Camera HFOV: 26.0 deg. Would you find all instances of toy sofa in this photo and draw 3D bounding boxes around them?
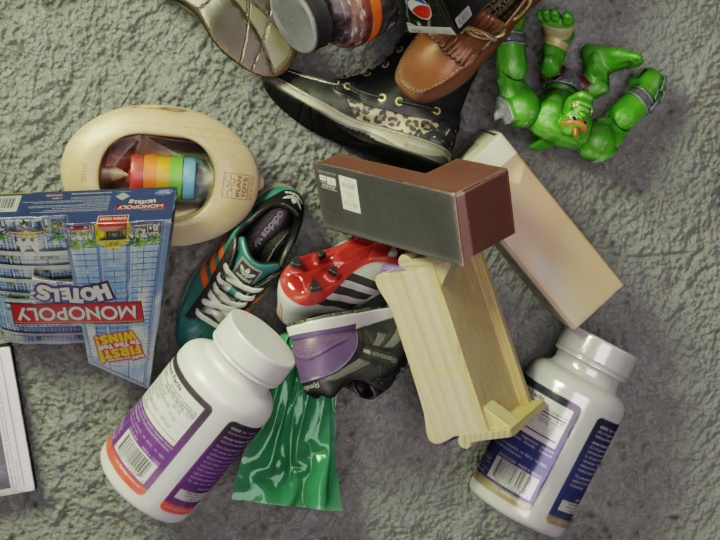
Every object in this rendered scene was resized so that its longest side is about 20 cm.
[{"bbox_3d":[0.098,0.066,1.525,0.097,0.083,0.202,-13,100,36],"label":"toy sofa"}]

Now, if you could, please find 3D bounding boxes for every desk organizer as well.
[{"bbox_3d":[0.050,-0.069,1.491,0.077,0.199,0.073,-27,118,-35],"label":"desk organizer"}]

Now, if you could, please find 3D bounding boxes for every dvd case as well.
[{"bbox_3d":[-0.434,0.163,1.552,0.197,0.025,0.152,-10,98,-7],"label":"dvd case"}]

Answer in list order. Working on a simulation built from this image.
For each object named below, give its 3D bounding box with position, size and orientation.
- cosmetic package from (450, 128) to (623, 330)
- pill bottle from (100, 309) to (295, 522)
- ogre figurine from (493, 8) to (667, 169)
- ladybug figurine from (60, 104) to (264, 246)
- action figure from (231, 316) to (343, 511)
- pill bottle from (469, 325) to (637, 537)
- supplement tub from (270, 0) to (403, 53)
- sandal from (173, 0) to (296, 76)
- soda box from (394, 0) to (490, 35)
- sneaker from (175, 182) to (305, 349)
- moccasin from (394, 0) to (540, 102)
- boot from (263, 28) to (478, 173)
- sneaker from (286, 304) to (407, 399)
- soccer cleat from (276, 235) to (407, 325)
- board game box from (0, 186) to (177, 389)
[{"bbox_3d":[0.168,-0.044,1.570,0.071,0.105,0.200,-41,102,0],"label":"cosmetic package"},{"bbox_3d":[-0.155,0.139,1.523,0.111,0.112,0.200,38,104,-10],"label":"pill bottle"},{"bbox_3d":[0.211,-0.181,1.567,0.199,0.098,0.121,25,78,-39],"label":"ogre figurine"},{"bbox_3d":[-0.193,-0.094,1.529,0.197,0.072,0.138,8,97,-8],"label":"ladybug figurine"},{"bbox_3d":[-0.064,0.137,1.580,0.117,0.055,0.203,9,85,-19],"label":"action figure"},{"bbox_3d":[0.202,0.160,1.595,0.110,0.111,0.202,27,93,-10],"label":"pill bottle"},{"bbox_3d":[0.010,-0.281,1.487,0.199,0.107,0.108,-33,101,-26],"label":"supplement tub"},{"bbox_3d":[-0.143,-0.265,1.522,0.199,0.055,0.082,34,88,4],"label":"sandal"},{"bbox_3d":[0.113,-0.304,1.444,0.200,0.070,0.064,-47,126,-25],"label":"soda box"},{"bbox_3d":[-0.122,0.003,1.545,0.071,0.080,0.201,31,95,-10],"label":"sneaker"},{"bbox_3d":[0.113,-0.240,1.485,0.201,0.078,0.074,-38,76,-4],"label":"moccasin"},{"bbox_3d":[0.021,-0.198,1.552,0.202,0.074,0.155,24,78,7],"label":"boot"},{"bbox_3d":[0.016,0.082,1.549,0.198,0.075,0.089,-8,85,-35],"label":"sneaker"},{"bbox_3d":[0.000,0.000,1.569,0.198,0.086,0.069,-23,65,-29],"label":"soccer cleat"},{"bbox_3d":[-0.265,0.022,1.506,0.197,0.062,0.202,-2,125,2],"label":"board game box"}]
